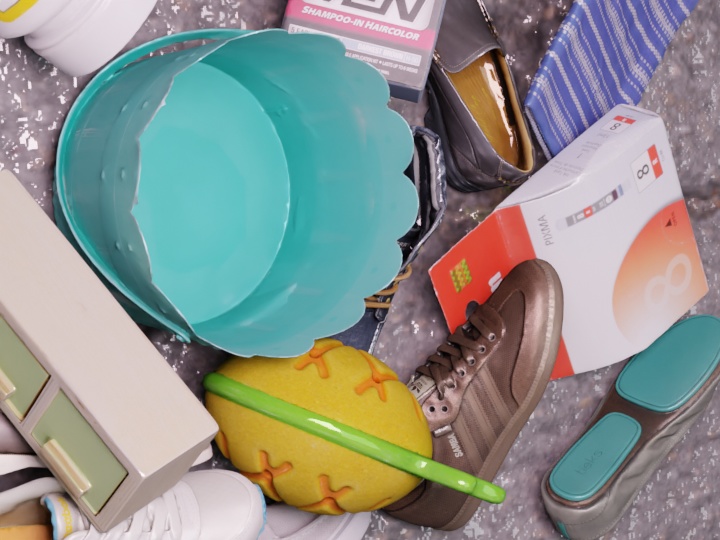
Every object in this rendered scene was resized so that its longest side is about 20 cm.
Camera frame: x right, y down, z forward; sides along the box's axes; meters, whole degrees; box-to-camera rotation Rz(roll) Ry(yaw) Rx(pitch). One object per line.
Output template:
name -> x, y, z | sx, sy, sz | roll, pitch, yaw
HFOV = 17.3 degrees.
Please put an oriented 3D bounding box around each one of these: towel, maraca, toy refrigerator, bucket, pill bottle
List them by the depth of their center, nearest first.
toy refrigerator -> -0.179, 0.047, 1.373 | 0.070, 0.076, 0.200 | -33, 79, -39
pill bottle -> -0.216, -0.207, 1.376 | 0.200, 0.114, 0.114 | 38, 71, -29
bucket -> -0.083, -0.049, 1.457 | 0.207, 0.135, 0.207 | -1, 91, -34
maraca -> -0.005, 0.105, 1.482 | 0.200, 0.137, 0.107 | 22, 90, -4
towel -> 0.180, -0.160, 1.657 | 0.200, 0.024, 0.145 | -61, 150, -17

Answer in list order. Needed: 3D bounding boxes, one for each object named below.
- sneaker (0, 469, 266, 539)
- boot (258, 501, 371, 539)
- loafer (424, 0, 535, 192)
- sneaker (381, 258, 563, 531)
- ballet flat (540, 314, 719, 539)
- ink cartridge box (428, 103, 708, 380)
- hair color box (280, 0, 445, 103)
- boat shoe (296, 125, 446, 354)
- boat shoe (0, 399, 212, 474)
sneaker -> -0.152, 0.158, 1.407 | 0.200, 0.081, 0.077 | -13, 60, -12
boot -> -0.085, 0.169, 1.498 | 0.200, 0.074, 0.096 | -35, 117, -27
loafer -> 0.071, -0.149, 1.593 | 0.073, 0.072, 0.200 | -31, 107, -28
sneaker -> 0.069, 0.081, 1.574 | 0.075, 0.070, 0.200 | 15, 104, -28
ballet flat -> 0.200, 0.114, 1.704 | 0.200, 0.067, 0.064 | -46, 142, -23
ink cartridge box -> 0.148, 0.005, 1.636 | 0.200, 0.050, 0.162 | -42, 131, -27
hair color box -> 0.016, -0.219, 1.533 | 0.099, 0.061, 0.200 | 14, 85, 1
boat shoe -> 0.000, 0.000, 1.540 | 0.071, 0.091, 0.200 | 9, 86, -33
boat shoe -> -0.180, 0.090, 1.438 | 0.200, 0.072, 0.060 | 2, 94, -28
